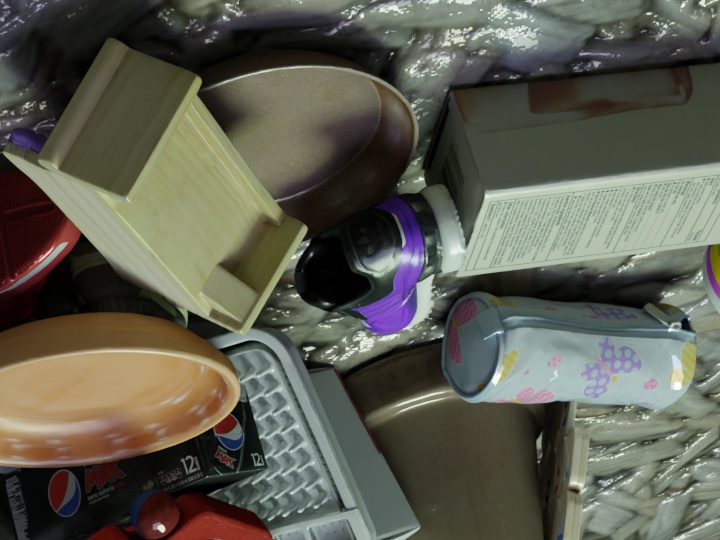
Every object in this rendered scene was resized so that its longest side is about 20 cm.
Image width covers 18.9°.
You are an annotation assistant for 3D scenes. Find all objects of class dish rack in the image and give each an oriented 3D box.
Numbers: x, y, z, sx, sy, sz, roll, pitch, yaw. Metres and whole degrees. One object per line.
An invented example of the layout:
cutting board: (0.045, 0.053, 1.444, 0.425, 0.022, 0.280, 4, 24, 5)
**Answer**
dish rack: (-0.078, 0.139, 1.558, 0.171, 0.201, 0.043, -18, -169, 35)

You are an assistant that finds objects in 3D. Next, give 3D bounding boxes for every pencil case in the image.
pencil case: (0.160, 0.061, 1.643, 0.198, 0.084, 0.091, 3, 162, -29)

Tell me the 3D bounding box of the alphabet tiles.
alphabet tiles: (0.154, 0.191, 1.734, 0.014, 0.198, 0.200, 9, 164, -4)

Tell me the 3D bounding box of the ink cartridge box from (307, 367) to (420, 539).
ink cartridge box: (-0.074, 0.189, 1.664, 0.200, 0.147, 0.083, -39, 163, 34)

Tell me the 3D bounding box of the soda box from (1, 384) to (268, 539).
soda box: (-0.162, 0.143, 1.534, 0.199, 0.064, 0.070, -25, 167, 36)

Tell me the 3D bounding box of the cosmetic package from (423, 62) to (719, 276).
cosmetic package: (0.152, -0.067, 1.422, 0.198, 0.088, 0.104, -6, 148, -16)

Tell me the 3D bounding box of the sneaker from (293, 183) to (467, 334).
sneaker: (0.000, -0.001, 1.438, 0.099, 0.070, 0.200, -17, 166, -15)

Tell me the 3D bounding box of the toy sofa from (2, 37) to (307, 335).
toy sofa: (-0.116, -0.049, 1.258, 0.083, 0.097, 0.200, -60, 152, -14)

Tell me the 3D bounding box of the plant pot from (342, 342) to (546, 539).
plant pot: (0.069, 0.178, 1.705, 0.198, 0.176, 0.201, -13, 149, -8)

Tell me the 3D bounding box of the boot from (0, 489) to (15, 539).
boot: (-0.287, 0.223, 1.593, 0.130, 0.200, 0.068, 4, 111, -38)

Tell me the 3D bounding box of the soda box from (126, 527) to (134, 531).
soda box: (-0.191, 0.238, 1.643, 0.064, 0.201, 0.068, 10, 142, -40)

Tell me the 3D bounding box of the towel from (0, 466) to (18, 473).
towel: (-0.268, 0.105, 1.509, 0.199, 0.033, 0.191, 5, 156, -39)

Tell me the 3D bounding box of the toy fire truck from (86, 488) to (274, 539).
toy fire truck: (-0.146, 0.232, 1.481, 0.199, 0.112, 0.169, -37, 138, -11)

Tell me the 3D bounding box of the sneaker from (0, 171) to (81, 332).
sneaker: (-0.223, -0.002, 1.373, 0.199, 0.079, 0.115, -22, 161, 34)

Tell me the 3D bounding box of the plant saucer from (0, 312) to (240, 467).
plant saucer: (-0.177, 0.075, 1.379, 0.198, 0.038, 0.200, -8, 157, -3)

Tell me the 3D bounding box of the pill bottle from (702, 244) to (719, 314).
pill bottle: (0.322, -0.041, 1.536, 0.103, 0.105, 0.201, -6, 148, -18)

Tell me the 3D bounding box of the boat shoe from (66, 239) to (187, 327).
boat shoe: (-0.156, 0.038, 1.435, 0.071, 0.067, 0.201, -3, 160, 2)

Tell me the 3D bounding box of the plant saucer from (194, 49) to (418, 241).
plant saucer: (-0.063, -0.077, 1.351, 0.198, 0.035, 0.201, -13, 151, -8)
